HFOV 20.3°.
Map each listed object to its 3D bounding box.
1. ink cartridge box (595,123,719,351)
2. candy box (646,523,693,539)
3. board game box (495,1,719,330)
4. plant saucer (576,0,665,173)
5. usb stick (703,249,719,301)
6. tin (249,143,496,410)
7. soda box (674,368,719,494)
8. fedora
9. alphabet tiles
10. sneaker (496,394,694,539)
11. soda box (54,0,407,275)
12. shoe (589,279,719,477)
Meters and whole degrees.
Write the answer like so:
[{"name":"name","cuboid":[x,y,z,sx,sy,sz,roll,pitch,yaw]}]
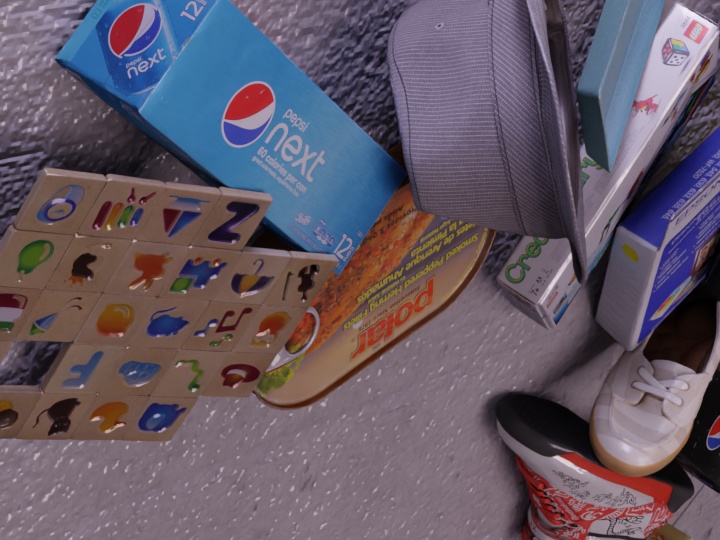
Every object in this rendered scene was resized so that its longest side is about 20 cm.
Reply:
[{"name":"ink cartridge box","cuboid":[0.240,-0.061,1.334,0.198,0.047,0.200,-43,160,-19]},{"name":"candy box","cuboid":[0.215,0.298,1.616,0.115,0.055,0.200,-39,142,-25]},{"name":"board game box","cuboid":[0.156,-0.060,1.248,0.200,0.035,0.126,-57,168,-2]},{"name":"plant saucer","cuboid":[0.158,-0.155,1.161,0.070,0.019,0.200,72,33,-52]},{"name":"usb stick","cuboid":[0.274,-0.050,1.314,0.055,0.033,0.200,-38,160,-34]},{"name":"tin","cuboid":[0.000,0.000,1.138,0.200,0.042,0.112,-34,135,-31]},{"name":"soda box","cuboid":[0.259,0.116,1.523,0.071,0.063,0.200,-57,146,-3]},{"name":"fedora","cuboid":[0.066,-0.084,1.057,0.200,0.090,0.177,-87,166,-47]},{"name":"alphabet tiles","cuboid":[-0.107,0.023,0.983,0.200,0.008,0.167,5,129,-44]},{"name":"sneaker","cuboid":[0.141,0.160,1.408,0.201,0.067,0.108,23,114,-44]},{"name":"soda box","cuboid":[-0.057,-0.073,0.986,0.068,0.064,0.200,-55,146,-3]},{"name":"shoe","cuboid":[0.211,0.063,1.392,0.200,0.070,0.054,-54,156,-44]}]
